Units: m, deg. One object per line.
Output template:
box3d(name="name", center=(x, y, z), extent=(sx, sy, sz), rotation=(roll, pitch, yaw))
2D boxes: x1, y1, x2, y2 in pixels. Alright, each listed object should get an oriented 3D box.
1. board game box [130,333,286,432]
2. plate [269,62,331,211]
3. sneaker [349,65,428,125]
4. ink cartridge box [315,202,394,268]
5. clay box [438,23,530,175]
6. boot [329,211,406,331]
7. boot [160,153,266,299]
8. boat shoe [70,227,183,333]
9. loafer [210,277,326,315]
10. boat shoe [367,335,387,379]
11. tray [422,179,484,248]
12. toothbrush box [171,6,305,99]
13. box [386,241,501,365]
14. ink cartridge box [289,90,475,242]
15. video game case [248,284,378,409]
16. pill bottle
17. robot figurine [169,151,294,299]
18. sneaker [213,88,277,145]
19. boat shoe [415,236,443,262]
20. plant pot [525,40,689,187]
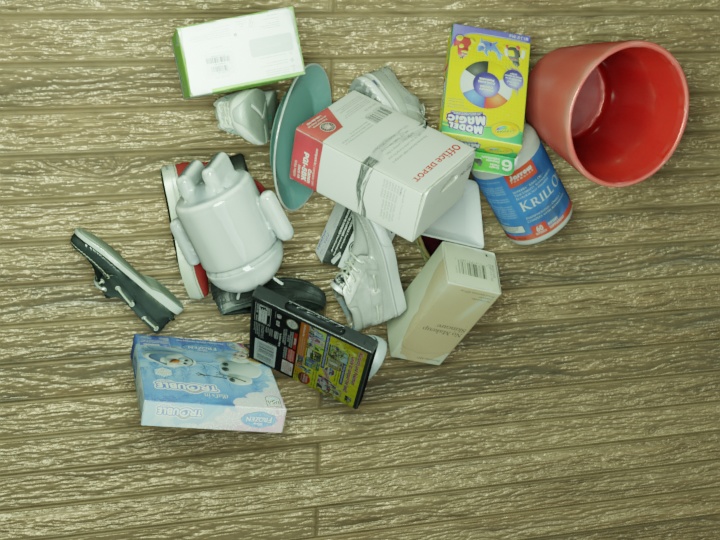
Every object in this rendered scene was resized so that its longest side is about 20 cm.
box3d(name="board game box", center=(-0.222, 0.160, 1.603), extent=(0.198, 0.199, 0.044), rotation=(6, 113, -19))
box3d(name="plate", center=(-0.085, -0.181, 1.511), extent=(0.025, 0.200, 0.202), rotation=(13, 115, 17))
box3d(name="sneaker", center=(0.075, -0.203, 1.563), extent=(0.082, 0.075, 0.201), rotation=(-41, 100, -33))
box3d(name="ink cartridge box", center=(0.015, -0.095, 1.642), extent=(0.093, 0.044, 0.201), rotation=(17, 108, -24))
box3d(name="clay box", center=(0.170, -0.235, 1.540), extent=(0.114, 0.048, 0.202), rotation=(8, 68, -3))
box3d(name="boot", center=(0.000, 0.000, 1.613), extent=(0.095, 0.074, 0.201), rotation=(-25, 122, -13))
box3d(name="boot", center=(-0.197, -0.061, 1.585), extent=(0.143, 0.072, 0.202), rotation=(-10, 113, -13))
box3d(name="boat shoe", center=(-0.338, 0.018, 1.576), extent=(0.060, 0.076, 0.200), rotation=(-47, 117, 2))
box3d(name="loafer", center=(-0.131, 0.047, 1.625), extent=(0.199, 0.071, 0.068), rotation=(10, 152, -42))
box3d(name="boat shoe", center=(-0.042, 0.117, 1.645), extent=(0.090, 0.200, 0.071), rotation=(28, 73, -22))
box3d(name="tray", center=(0.095, -0.096, 1.607), extent=(0.198, 0.022, 0.109), rotation=(11, 67, -35))
box3d(name="toothbrush box", center=(-0.159, -0.272, 1.416), extent=(0.144, 0.200, 0.087), rotation=(-13, 101, -10))
box3d(name="box", center=(0.121, 0.053, 1.673), extent=(0.094, 0.078, 0.200), rotation=(11, 140, -20))
box3d(name="ink cartridge box", center=(0.029, -0.140, 1.469), extent=(0.147, 0.199, 0.083), rotation=(-40, 151, -45))
box3d(name="video game case", center=(-0.070, 0.110, 1.557), extent=(0.179, 0.026, 0.201), rotation=(25, 151, 7))
box3d(name="pill bottle", center=(0.225, -0.146, 1.641), extent=(0.112, 0.112, 0.201), rotation=(-34, 119, 1))
box3d(name="robot figurine", center=(-0.173, -0.055, 1.498), extent=(0.168, 0.113, 0.201), rotation=(-11, 116, 24))
box3d(name="sneaker", center=(-0.156, -0.201, 1.463), extent=(0.079, 0.200, 0.071), rotation=(-1, 98, 3))
box3d(name="boat shoe", center=(0.128, -0.030, 1.691), extent=(0.074, 0.066, 0.200), rotation=(-41, 118, 5))
box3d(name="plant pot", center=(0.332, -0.235, 1.583), extent=(0.198, 0.177, 0.203), rotation=(-8, 111, -21))
